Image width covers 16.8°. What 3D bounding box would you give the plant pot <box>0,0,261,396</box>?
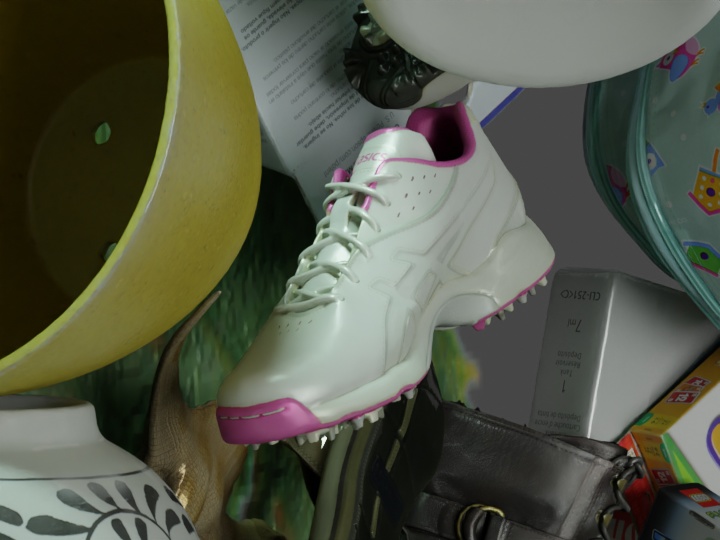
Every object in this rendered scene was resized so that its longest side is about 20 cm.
[{"bbox_3d":[-0.114,-0.043,0.871,0.142,0.199,0.202,23,79,-61],"label":"plant pot"}]

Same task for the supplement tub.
[{"bbox_3d":[0.066,-0.187,0.924,0.145,0.145,0.201,30,46,-37],"label":"supplement tub"}]

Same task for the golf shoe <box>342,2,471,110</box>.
[{"bbox_3d":[0.075,-0.118,1.028,0.200,0.077,0.088,-44,130,-28],"label":"golf shoe"}]

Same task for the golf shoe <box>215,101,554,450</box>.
[{"bbox_3d":[0.000,0.000,0.943,0.200,0.075,0.092,-38,114,-51],"label":"golf shoe"}]

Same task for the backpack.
[{"bbox_3d":[0.191,-0.065,1.117,0.176,0.153,0.201,47,40,-34],"label":"backpack"}]

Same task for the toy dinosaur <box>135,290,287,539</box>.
[{"bbox_3d":[-0.078,0.086,0.970,0.101,0.058,0.201,-50,148,-24],"label":"toy dinosaur"}]

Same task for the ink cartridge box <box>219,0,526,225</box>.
[{"bbox_3d":[-0.001,-0.142,1.032,0.196,0.043,0.201,-42,121,-30],"label":"ink cartridge box"}]

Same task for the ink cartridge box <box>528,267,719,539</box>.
[{"bbox_3d":[0.160,0.105,1.188,0.199,0.045,0.178,15,83,-39],"label":"ink cartridge box"}]

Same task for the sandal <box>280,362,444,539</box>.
[{"bbox_3d":[-0.009,0.081,1.010,0.202,0.057,0.080,-71,152,-42],"label":"sandal"}]

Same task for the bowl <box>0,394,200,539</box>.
[{"bbox_3d":[-0.137,0.092,0.841,0.200,0.200,0.095,0,91,-39],"label":"bowl"}]

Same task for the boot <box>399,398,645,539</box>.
[{"bbox_3d":[0.085,0.158,1.072,0.199,0.069,0.175,25,78,-3],"label":"boot"}]

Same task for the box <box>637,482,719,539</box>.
[{"bbox_3d":[0.147,0.210,1.100,0.035,0.110,0.201,0,117,-48],"label":"box"}]

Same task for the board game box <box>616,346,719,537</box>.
[{"bbox_3d":[0.200,0.073,1.175,0.200,0.030,0.096,-37,115,-30],"label":"board game box"}]
